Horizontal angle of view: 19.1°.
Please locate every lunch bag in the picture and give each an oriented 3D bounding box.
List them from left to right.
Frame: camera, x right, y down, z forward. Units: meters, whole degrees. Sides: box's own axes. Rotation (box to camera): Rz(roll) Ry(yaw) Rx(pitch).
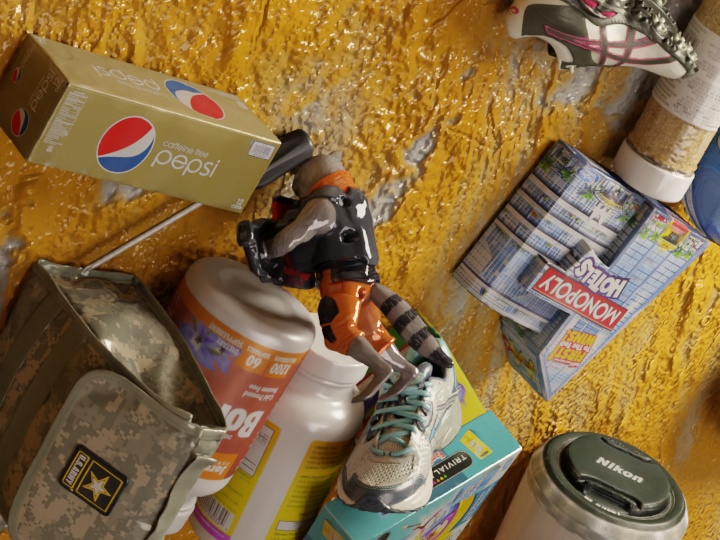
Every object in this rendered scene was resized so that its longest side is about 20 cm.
[{"bbox_3d":[-0.190,0.119,1.545,0.117,0.200,0.165,9,119,-44],"label":"lunch bag"}]

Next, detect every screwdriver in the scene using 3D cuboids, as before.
[{"bbox_3d":[-0.118,-0.047,1.588,0.199,0.029,0.028,-35,140,-18],"label":"screwdriver"}]

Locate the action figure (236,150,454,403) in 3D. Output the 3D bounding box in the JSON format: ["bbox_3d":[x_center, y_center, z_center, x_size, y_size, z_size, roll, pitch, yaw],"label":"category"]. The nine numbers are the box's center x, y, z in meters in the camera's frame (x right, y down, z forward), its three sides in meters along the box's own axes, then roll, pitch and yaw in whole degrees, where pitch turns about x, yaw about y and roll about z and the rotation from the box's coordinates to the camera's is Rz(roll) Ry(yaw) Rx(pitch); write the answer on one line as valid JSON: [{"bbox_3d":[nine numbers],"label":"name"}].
[{"bbox_3d":[0.000,0.000,1.630,0.104,0.195,0.200,-24,173,23],"label":"action figure"}]

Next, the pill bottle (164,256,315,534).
[{"bbox_3d":[-0.127,0.100,1.649,0.112,0.112,0.201,12,116,-45],"label":"pill bottle"}]

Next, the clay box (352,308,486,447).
[{"bbox_3d":[0.048,0.133,1.877,0.115,0.048,0.200,-39,140,-5],"label":"clay box"}]

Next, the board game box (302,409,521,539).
[{"bbox_3d":[0.028,0.213,1.798,0.199,0.047,0.151,-27,157,-39],"label":"board game box"}]

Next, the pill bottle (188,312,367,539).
[{"bbox_3d":[-0.061,0.137,1.744,0.104,0.104,0.201,2,123,-41],"label":"pill bottle"}]

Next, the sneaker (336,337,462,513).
[{"bbox_3d":[0.029,0.120,1.712,0.200,0.077,0.087,-61,153,-60],"label":"sneaker"}]

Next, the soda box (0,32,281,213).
[{"bbox_3d":[-0.155,-0.100,1.485,0.199,0.068,0.064,14,115,-46],"label":"soda box"}]

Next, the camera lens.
[{"bbox_3d":[0.210,0.267,2.043,0.159,0.160,0.201,-3,127,-38],"label":"camera lens"}]

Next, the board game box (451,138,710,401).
[{"bbox_3d":[0.180,0.009,1.868,0.199,0.062,0.200,24,106,-49],"label":"board game box"}]

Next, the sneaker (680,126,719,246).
[{"bbox_3d":[0.335,-0.101,1.868,0.078,0.089,0.201,-18,129,-25],"label":"sneaker"}]

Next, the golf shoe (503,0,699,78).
[{"bbox_3d":[0.194,-0.195,1.706,0.088,0.078,0.199,-38,141,24],"label":"golf shoe"}]

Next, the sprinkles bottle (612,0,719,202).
[{"bbox_3d":[0.286,-0.157,1.803,0.068,0.068,0.201,5,121,-42],"label":"sprinkles bottle"}]
